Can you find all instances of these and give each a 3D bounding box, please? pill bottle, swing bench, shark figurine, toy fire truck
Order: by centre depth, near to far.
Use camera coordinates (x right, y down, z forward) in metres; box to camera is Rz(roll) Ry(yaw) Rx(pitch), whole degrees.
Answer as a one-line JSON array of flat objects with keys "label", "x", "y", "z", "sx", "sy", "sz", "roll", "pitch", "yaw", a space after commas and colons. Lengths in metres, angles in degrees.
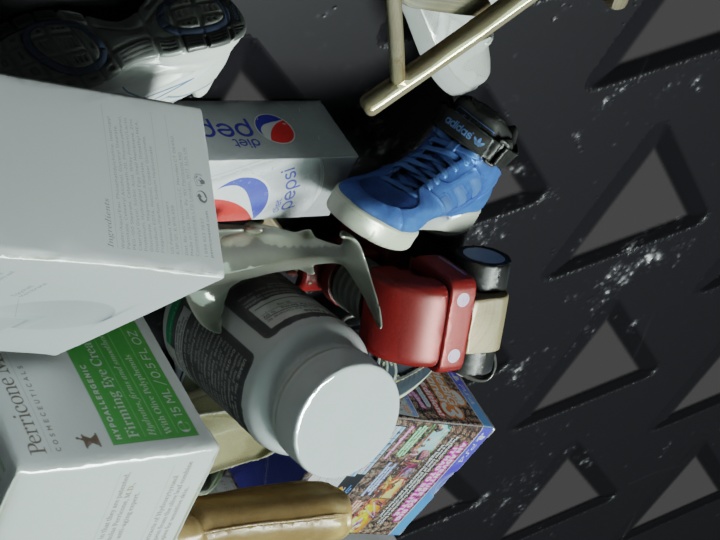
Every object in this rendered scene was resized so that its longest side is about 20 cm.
[{"label": "swing bench", "x": 0.043, "y": -0.238, "z": 1.104, "sx": 0.198, "sy": 0.200, "sz": 0.130, "roll": -25, "pitch": 146, "yaw": -14}, {"label": "shark figurine", "x": -0.088, "y": 0.005, "z": 1.316, "sx": 0.212, "sy": 0.128, "sz": 0.091, "roll": 3, "pitch": 98, "yaw": 1}, {"label": "pill bottle", "x": -0.063, "y": 0.072, "z": 1.372, "sx": 0.112, "sy": 0.200, "sz": 0.114, "roll": -16, "pitch": 122, "yaw": -28}, {"label": "toy fire truck", "x": 0.000, "y": 0.000, "z": 1.405, "sx": 0.198, "sy": 0.176, "sz": 0.130, "roll": -4, "pitch": 114, "yaw": -31}]

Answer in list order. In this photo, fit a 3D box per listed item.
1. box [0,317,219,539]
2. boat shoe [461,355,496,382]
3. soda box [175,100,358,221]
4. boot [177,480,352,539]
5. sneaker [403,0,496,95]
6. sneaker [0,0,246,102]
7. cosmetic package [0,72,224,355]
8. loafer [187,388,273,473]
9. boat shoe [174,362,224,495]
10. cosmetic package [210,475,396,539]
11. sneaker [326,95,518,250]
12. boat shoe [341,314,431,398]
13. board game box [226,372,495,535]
[{"label": "box", "x": -0.245, "y": 0.135, "z": 1.330, "sx": 0.170, "sy": 0.200, "sz": 0.201, "roll": -4, "pitch": 135, "yaw": -37}, {"label": "boat shoe", "x": 0.085, "y": 0.041, "z": 1.626, "sx": 0.067, "sy": 0.057, "sz": 0.200, "roll": -34, "pitch": 147, "yaw": 1}, {"label": "soda box", "x": -0.104, "y": -0.080, "z": 1.299, "sx": 0.198, "sy": 0.069, "sz": 0.064, "roll": -5, "pitch": 138, "yaw": -38}, {"label": "boot", "x": -0.133, "y": 0.214, "z": 1.519, "sx": 0.198, "sy": 0.175, "sz": 0.067, "roll": -4, "pitch": 99, "yaw": -32}, {"label": "sneaker", "x": 0.093, "y": -0.200, "z": 1.278, "sx": 0.114, "sy": 0.074, "sz": 0.200, "roll": -10, "pitch": 150, "yaw": 15}, {"label": "sneaker", "x": -0.170, "y": -0.128, "z": 1.181, "sx": 0.198, "sy": 0.075, "sz": 0.087, "roll": -14, "pitch": 147, "yaw": -27}, {"label": "cosmetic package", "x": -0.230, "y": -0.031, "z": 1.137, "sx": 0.199, "sy": 0.124, "sz": 0.198, "roll": 4, "pitch": 160, "yaw": -45}, {"label": "loafer", "x": -0.152, "y": 0.147, "z": 1.471, "sx": 0.198, "sy": 0.069, "sz": 0.076, "roll": -9, "pitch": 134, "yaw": 15}, {"label": "boat shoe", "x": -0.125, "y": 0.113, "z": 1.531, "sx": 0.071, "sy": 0.062, "sz": 0.201, "roll": -13, "pitch": 140, "yaw": -28}, {"label": "cosmetic package", "x": -0.068, "y": 0.256, "z": 1.728, "sx": 0.199, "sy": 0.102, "sz": 0.074, "roll": 2, "pitch": 134, "yaw": -43}, {"label": "sneaker", "x": 0.054, "y": -0.082, "z": 1.340, "sx": 0.199, "sy": 0.077, "sz": 0.112, "roll": -7, "pitch": 132, "yaw": -58}, {"label": "boat shoe", "x": -0.006, "y": 0.077, "z": 1.522, "sx": 0.198, "sy": 0.076, "sz": 0.062, "roll": -11, "pitch": 159, "yaw": -28}, {"label": "board game box", "x": -0.003, "y": 0.160, "z": 1.663, "sx": 0.199, "sy": 0.097, "sz": 0.160, "roll": 11, "pitch": 126, "yaw": -48}]
